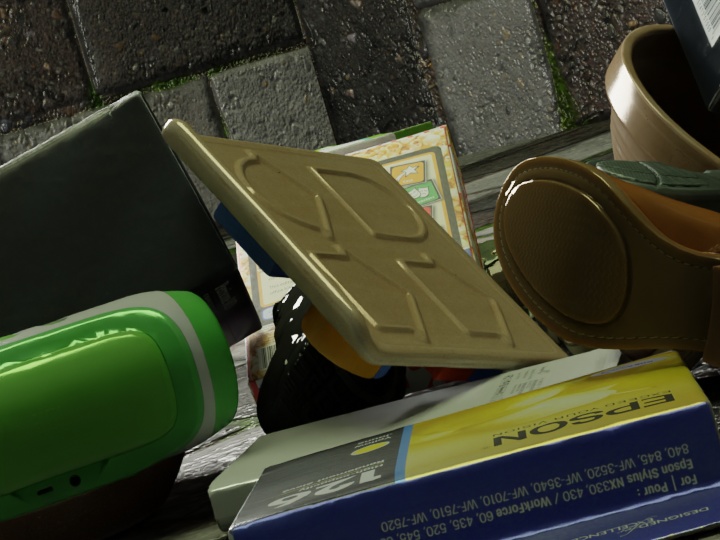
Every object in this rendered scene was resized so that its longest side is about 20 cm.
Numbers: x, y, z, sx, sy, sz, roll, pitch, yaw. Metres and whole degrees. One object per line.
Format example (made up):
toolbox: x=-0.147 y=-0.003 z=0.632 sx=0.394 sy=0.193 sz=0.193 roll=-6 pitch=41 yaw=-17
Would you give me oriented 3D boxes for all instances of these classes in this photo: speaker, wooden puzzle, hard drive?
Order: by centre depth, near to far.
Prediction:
hard drive: x=0.035 y=0.081 z=1.203 sx=0.200 sy=0.026 sz=0.132 roll=-16 pitch=5 yaw=12
speaker: x=-0.165 y=0.073 z=1.215 sx=0.200 sy=0.089 sz=0.088 roll=-18 pitch=5 yaw=-24
wooden puzzle: x=0.000 y=0.000 z=1.289 sx=0.200 sy=0.185 sz=0.046 roll=11 pitch=-60 yaw=-52

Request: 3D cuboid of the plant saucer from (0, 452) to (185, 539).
plant saucer: x=-0.185 y=0.133 z=1.306 sx=0.200 sy=0.035 sz=0.200 roll=-16 pitch=6 yaw=2

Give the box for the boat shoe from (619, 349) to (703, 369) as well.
boat shoe: x=0.165 y=0.001 z=1.258 sx=0.072 sy=0.068 sz=0.200 roll=-50 pitch=-4 yaw=20

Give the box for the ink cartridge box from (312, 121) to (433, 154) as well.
ink cartridge box: x=0.021 y=-0.023 z=1.708 sx=0.200 sy=0.148 sz=0.076 roll=-20 pitch=5 yaw=-40

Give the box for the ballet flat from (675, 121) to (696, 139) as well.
ballet flat: x=0.235 y=-0.064 z=1.623 sx=0.067 sy=0.067 sz=0.200 roll=3 pitch=-21 yaw=19

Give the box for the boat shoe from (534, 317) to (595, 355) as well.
boat shoe: x=0.132 y=0.003 z=1.435 sx=0.075 sy=0.068 sz=0.200 roll=-32 pitch=6 yaw=-13

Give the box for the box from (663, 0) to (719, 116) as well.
box: x=0.305 y=-0.139 z=1.481 sx=0.200 sy=0.107 sz=0.149 roll=20 pitch=29 yaw=-19

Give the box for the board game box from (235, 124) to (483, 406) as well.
board game box: x=0.000 y=0.001 z=1.519 sx=0.151 sy=0.046 sz=0.200 roll=-15 pitch=38 yaw=6

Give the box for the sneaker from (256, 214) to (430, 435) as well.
sneaker: x=-0.015 y=0.041 z=1.388 sx=0.091 sy=0.076 sz=0.200 roll=-12 pitch=22 yaw=33

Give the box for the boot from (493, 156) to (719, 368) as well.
boot: x=0.168 y=0.005 z=1.073 sx=0.155 sy=0.074 sz=0.200 roll=0 pitch=21 yaw=-42

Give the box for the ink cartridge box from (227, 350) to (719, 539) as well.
ink cartridge box: x=0.048 y=0.087 z=0.987 sx=0.197 sy=0.047 sz=0.200 roll=-15 pitch=2 yaw=3

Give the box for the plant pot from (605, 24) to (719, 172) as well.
plant pot: x=0.227 y=-0.055 z=1.481 sx=0.201 sy=0.201 sz=0.093 roll=-24 pitch=-33 yaw=-56

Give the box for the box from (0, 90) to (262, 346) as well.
box: x=-0.171 y=0.017 z=1.376 sx=0.198 sy=0.123 sz=0.200 roll=-30 pitch=-10 yaw=-4

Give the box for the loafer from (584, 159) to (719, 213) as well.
loafer: x=0.184 y=-0.015 z=1.181 sx=0.200 sy=0.063 sz=0.072 roll=4 pitch=15 yaw=-31

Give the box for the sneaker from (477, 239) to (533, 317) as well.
sneaker: x=0.068 y=0.014 z=1.597 sx=0.090 sy=0.067 sz=0.200 roll=-20 pitch=-1 yaw=33
